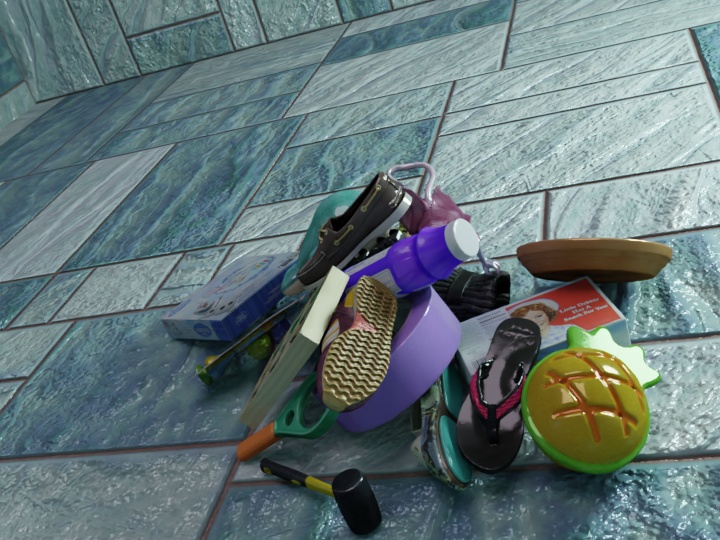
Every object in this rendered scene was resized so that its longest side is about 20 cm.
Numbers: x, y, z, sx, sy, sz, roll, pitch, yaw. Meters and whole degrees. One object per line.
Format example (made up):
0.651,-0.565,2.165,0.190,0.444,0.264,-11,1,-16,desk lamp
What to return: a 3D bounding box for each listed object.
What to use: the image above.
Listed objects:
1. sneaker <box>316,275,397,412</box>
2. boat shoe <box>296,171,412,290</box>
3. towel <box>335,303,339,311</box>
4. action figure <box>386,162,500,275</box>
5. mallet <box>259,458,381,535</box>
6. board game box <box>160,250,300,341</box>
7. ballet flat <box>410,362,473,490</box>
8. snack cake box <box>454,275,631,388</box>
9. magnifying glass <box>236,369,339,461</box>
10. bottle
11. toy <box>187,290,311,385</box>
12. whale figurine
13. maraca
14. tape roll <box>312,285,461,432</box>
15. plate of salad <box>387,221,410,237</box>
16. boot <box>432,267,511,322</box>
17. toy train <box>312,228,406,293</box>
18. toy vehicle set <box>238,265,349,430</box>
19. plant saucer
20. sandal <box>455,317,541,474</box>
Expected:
-0.012,0.098,0.929,0.090,0.074,0.201,-53,8,38,sneaker
-0.020,-0.051,1.109,0.199,0.059,0.072,-40,18,23,boat shoe
-0.030,0.060,1.181,0.143,0.023,0.200,-34,0,-27,towel
0.109,-0.061,1.116,0.132,0.151,0.200,-13,19,6,action figure
-0.050,0.254,0.946,0.041,0.067,0.199,-37,18,-33,mallet
-0.201,0.040,1.351,0.197,0.044,0.200,-2,31,50,board game box
0.089,0.187,0.950,0.073,0.075,0.201,-13,27,12,ballet flat
0.218,0.091,1.017,0.197,0.068,0.115,-20,26,0,snack cake box
-0.088,0.183,0.995,0.199,0.022,0.081,-39,37,36,magnifying glass
0.057,-0.003,1.010,0.199,0.066,0.083,-27,-3,40,bottle
-0.152,0.108,1.201,0.198,0.048,0.115,-33,2,12,toy
-0.050,-0.043,1.241,0.199,0.104,0.159,-36,1,27,whale figurine
0.248,0.133,0.880,0.136,0.108,0.200,31,47,15,maraca
0.030,0.106,1.034,0.199,0.066,0.201,-39,14,12,tape roll
0.008,-0.022,1.319,0.198,0.048,0.200,-32,14,9,plate of salad
0.143,0.010,1.191,0.155,0.080,0.212,-9,35,23,boot
0.000,0.000,1.130,0.199,0.046,0.034,-31,22,45,toy train
-0.084,0.099,1.031,0.201,0.026,0.125,-54,7,41,toy vehicle set
0.303,-0.010,1.074,0.196,0.038,0.200,3,-6,0,plant saucer
0.153,0.127,0.908,0.074,0.045,0.202,9,54,21,sandal
